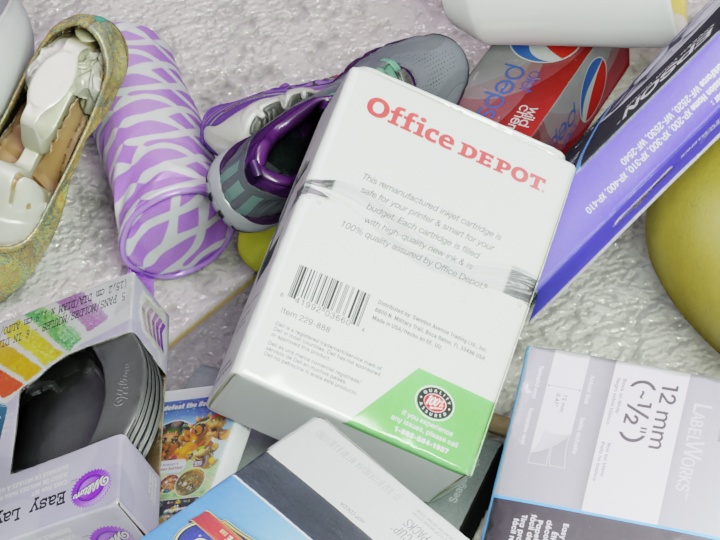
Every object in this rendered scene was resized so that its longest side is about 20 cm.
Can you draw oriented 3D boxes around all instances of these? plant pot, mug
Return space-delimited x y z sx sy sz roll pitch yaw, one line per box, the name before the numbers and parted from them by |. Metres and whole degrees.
plant pot | 0.253 -0.022 1.494 0.200 0.201 0.142 -35 26 -27
mug | 0.133 -0.207 1.648 0.152 0.187 0.150 -6 75 13

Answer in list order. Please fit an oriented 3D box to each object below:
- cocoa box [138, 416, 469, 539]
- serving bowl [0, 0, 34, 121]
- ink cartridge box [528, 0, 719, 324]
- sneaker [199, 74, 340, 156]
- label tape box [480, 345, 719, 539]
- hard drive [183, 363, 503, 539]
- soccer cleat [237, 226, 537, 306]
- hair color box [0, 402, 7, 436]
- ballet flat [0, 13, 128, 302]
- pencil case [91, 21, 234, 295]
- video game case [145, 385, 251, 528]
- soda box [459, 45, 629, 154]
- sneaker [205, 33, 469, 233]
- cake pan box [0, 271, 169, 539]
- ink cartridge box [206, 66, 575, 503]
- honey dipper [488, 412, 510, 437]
cocoa box | -0.021 0.205 1.260 0.131 0.201 0.133 -33 49 -25
serving bowl | -0.291 -0.103 1.668 0.200 0.066 0.200 -31 23 15
ink cartridge box | 0.169 -0.078 1.505 0.043 0.198 0.200 41 25 -5
sneaker | -0.016 -0.104 1.642 0.199 0.081 0.083 -7 19 -34
label tape box | 0.174 0.132 1.381 0.199 0.066 0.144 9 67 17
hard drive | -0.032 0.133 1.456 0.199 0.033 0.140 13 47 19
soccer cleat | 0.016 -0.005 1.568 0.199 0.065 0.084 5 41 10
hair color box | -0.267 0.157 1.355 0.099 0.060 0.201 12 87 22
ballet flat | -0.211 -0.075 1.600 0.070 0.071 0.201 24 85 28
pencil case | -0.144 -0.081 1.657 0.085 0.084 0.200 -41 41 15
video game case | -0.144 0.152 1.410 0.143 0.018 0.201 -8 46 31
soda box | 0.111 -0.109 1.667 0.070 0.064 0.200 17 49 23
sneaker | 0.001 -0.090 1.539 0.200 0.087 0.075 -36 91 -25
cake pan box | -0.200 0.107 1.445 0.199 0.052 0.185 -19 43 19
ink cartridge box | 0.019 0.008 1.417 0.145 0.084 0.201 24 68 -6
honey dipper | 0.065 0.088 1.491 0.199 0.038 0.038 17 48 24
